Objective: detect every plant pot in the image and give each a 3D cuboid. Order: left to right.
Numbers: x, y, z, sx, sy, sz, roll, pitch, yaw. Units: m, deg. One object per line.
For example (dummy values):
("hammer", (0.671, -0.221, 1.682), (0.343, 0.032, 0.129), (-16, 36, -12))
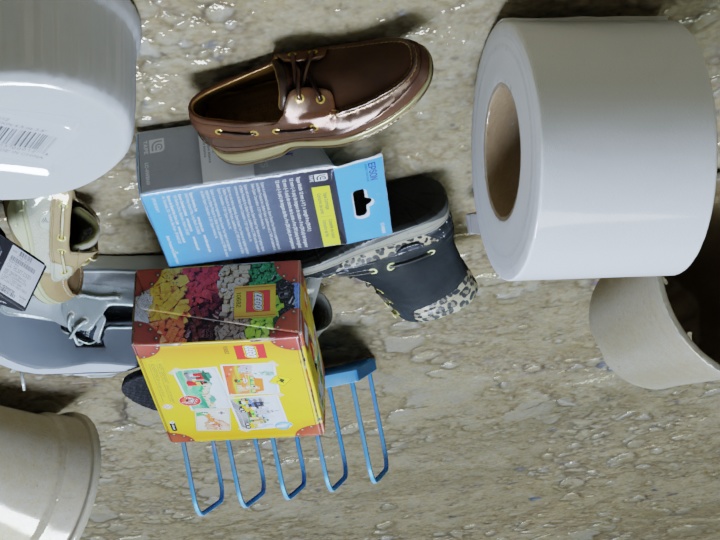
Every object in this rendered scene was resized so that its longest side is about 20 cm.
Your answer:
("plant pot", (-0.400, 0.212, 1.976), (0.183, 0.201, 0.200), (26, 140, -31))
("plant pot", (0.316, 0.030, 1.810), (0.200, 0.201, 0.183), (5, 163, -24))

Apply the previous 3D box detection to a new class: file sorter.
("file sorter", (-0.078, 0.173, 1.996), (0.200, 0.123, 0.139), (-12, -179, 8))

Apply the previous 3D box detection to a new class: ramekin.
("ramekin", (-0.258, -0.133, 1.402), (0.200, 0.098, 0.201), (-6, 154, -3))

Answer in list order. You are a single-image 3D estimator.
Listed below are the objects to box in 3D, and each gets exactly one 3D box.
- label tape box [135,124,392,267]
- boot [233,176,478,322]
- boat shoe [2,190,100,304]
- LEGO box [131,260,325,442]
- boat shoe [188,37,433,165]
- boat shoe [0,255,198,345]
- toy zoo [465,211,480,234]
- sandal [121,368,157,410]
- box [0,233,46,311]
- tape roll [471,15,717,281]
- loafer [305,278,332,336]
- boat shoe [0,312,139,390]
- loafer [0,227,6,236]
("label tape box", (-0.079, -0.071, 1.615), (0.200, 0.066, 0.143), (-10, 155, 0))
("boot", (0.001, 0.001, 1.748), (0.203, 0.074, 0.154), (-17, 142, 10))
("boat shoe", (-0.256, -0.029, 1.641), (0.066, 0.074, 0.200), (-2, 154, 2))
("LEGO box", (-0.115, 0.077, 1.726), (0.149, 0.077, 0.200), (-3, 149, 3))
("boat shoe", (-0.042, -0.135, 1.483), (0.200, 0.072, 0.068), (-15, 155, 22))
("boat shoe", (-0.245, 0.030, 1.767), (0.200, 0.072, 0.070), (-4, 154, -8))
("toy zoo", (0.177, -0.051, 1.678), (0.131, 0.021, 0.200), (-11, -175, -16))
("sandal", (-0.143, 0.090, 1.864), (0.200, 0.045, 0.075), (-20, 137, 25))
("box", (-0.378, -0.045, 1.500), (0.200, 0.050, 0.199), (17, 165, 29))
("tape roll", (0.175, -0.093, 1.481), (0.139, 0.203, 0.203), (-3, 154, -11))
("loafer", (-0.062, 0.050, 1.861), (0.070, 0.070, 0.200), (1, 154, 2))
("boat shoe", (-0.305, 0.074, 1.854), (0.202, 0.075, 0.086), (4, 156, -44))
("loafer", (-0.366, -0.010, 1.669), (0.200, 0.071, 0.073), (-10, 177, 40))
